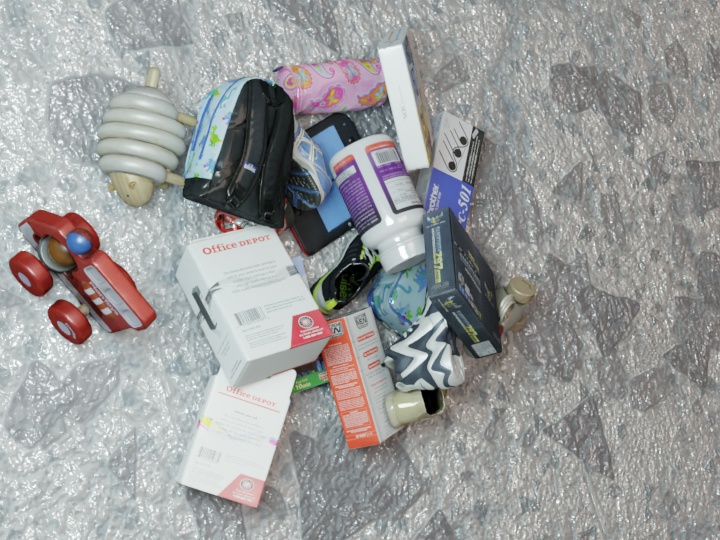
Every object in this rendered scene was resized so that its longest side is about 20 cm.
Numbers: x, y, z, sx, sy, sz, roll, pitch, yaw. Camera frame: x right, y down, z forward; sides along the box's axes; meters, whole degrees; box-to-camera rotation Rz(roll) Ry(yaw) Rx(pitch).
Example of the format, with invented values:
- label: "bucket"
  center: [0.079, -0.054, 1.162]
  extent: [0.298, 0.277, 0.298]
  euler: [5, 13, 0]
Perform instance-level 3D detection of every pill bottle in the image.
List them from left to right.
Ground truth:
- label: "pill bottle"
  center: [0.037, -0.102, 1.703]
  extent: [0.111, 0.111, 0.201]
  euler: [-16, 78, -35]

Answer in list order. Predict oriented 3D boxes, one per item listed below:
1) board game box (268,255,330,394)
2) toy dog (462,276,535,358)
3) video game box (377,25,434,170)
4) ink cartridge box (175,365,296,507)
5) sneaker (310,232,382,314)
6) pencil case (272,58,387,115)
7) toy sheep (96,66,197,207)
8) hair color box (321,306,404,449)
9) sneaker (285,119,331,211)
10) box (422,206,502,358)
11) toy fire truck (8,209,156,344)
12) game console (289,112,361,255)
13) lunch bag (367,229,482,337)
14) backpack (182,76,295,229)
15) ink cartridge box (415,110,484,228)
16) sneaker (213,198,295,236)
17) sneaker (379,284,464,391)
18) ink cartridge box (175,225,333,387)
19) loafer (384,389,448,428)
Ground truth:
- label: "board game box"
  center: [-0.134, 0.092, 1.653]
  extent: [0.151, 0.037, 0.201]
  euler: [-15, 89, -34]
- label: "toy dog"
  center: [0.219, 0.070, 1.856]
  extent: [0.200, 0.096, 0.132]
  euler: [-14, 132, -63]
- label: "video game box"
  center: [0.077, -0.283, 1.767]
  extent: [0.182, 0.047, 0.201]
  euler: [-79, 156, -69]
- label: "ink cartridge box"
  center: [-0.176, 0.223, 1.552]
  extent: [0.116, 0.067, 0.201]
  euler: [21, 77, -12]
- label: "sneaker"
  center: [0.000, 0.000, 1.731]
  extent: [0.072, 0.083, 0.200]
  euler: [48, 58, -17]
- label: "pencil case"
  center: [-0.049, -0.296, 1.753]
  extent: [0.199, 0.087, 0.088]
  euler: [-14, 89, -35]
- label: "toy sheep"
  center: [-0.306, -0.188, 1.534]
  extent: [0.137, 0.138, 0.201]
  euler: [12, 78, -32]
- label: "hair color box"
  center: [0.000, 0.166, 1.693]
  extent: [0.101, 0.061, 0.201]
  euler: [-16, 91, -64]
- label: "sneaker"
  center: [-0.111, -0.190, 1.674]
  extent: [0.201, 0.075, 0.077]
  euler: [64, 34, -11]
- label: "box"
  center: [0.159, 0.021, 1.682]
  extent: [0.200, 0.051, 0.158]
  euler: [51, 29, -47]
- label: "toy fire truck"
  center: [-0.363, 0.001, 1.434]
  extent: [0.112, 0.168, 0.200]
  euler: [-45, 106, -31]
- label: "game console"
  center: [-0.057, -0.144, 1.752]
  extent: [0.200, 0.031, 0.177]
  euler: [-35, 101, -33]
- label: "lunch bag"
  center: [0.113, 0.024, 1.802]
  extent: [0.161, 0.082, 0.201]
  euler: [36, 65, -24]
- label: "backpack"
  center: [-0.168, -0.179, 1.545]
  extent: [0.163, 0.153, 0.201]
  euler: [18, 90, -40]
- label: "ink cartridge box"
  center: [0.152, -0.166, 1.888]
  extent: [0.094, 0.044, 0.201]
  euler: [22, 70, -27]
- label: "sneaker"
  center: [-0.187, -0.128, 1.639]
  extent: [0.108, 0.067, 0.202]
  euler: [-39, 106, -35]
- label: "sneaker"
  center: [0.088, 0.104, 1.691]
  extent: [0.079, 0.129, 0.200]
  euler: [45, 32, -52]
- label: "ink cartridge box"
  center: [-0.154, 0.046, 1.543]
  extent: [0.144, 0.084, 0.201]
  euler: [-15, 65, -34]
- label: "loafer"
  center: [0.105, 0.204, 1.736]
  extent: [0.200, 0.068, 0.076]
  euler: [-26, 102, -63]
